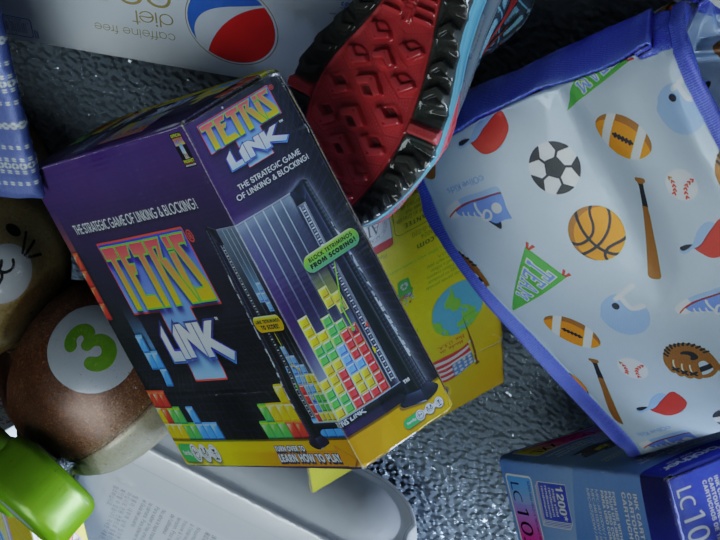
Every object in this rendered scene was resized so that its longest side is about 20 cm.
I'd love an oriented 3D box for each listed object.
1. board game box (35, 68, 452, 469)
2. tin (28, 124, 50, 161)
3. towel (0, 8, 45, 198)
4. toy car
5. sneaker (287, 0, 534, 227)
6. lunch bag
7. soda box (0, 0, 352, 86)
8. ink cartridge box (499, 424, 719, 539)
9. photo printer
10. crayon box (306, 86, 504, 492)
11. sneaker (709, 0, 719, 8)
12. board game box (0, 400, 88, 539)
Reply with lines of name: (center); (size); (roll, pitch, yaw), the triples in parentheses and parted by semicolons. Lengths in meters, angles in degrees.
board game box: (-0.059, 0.005, 1.171); (0.166, 0.057, 0.200); (61, 156, -9)
tin: (-0.229, -0.022, 1.428); (0.112, 0.042, 0.200); (23, 136, -3)
towel: (-0.223, -0.128, 1.199); (0.144, 0.024, 0.201); (8, 125, 26)
toy car: (-0.179, 0.006, 1.307); (0.200, 0.164, 0.158); (46, 167, -20)
sneaker: (0.041, -0.105, 1.145); (0.079, 0.095, 0.201); (35, 108, 28)
lunch bag: (0.140, -0.030, 1.190); (0.170, 0.124, 0.200); (-23, 127, 39)
soda box: (-0.077, -0.138, 1.224); (0.199, 0.068, 0.064); (11, 135, 15)
ink cartridge box: (0.159, 0.149, 1.287); (0.200, 0.076, 0.137); (-3, 104, 63)
photo printer: (-0.069, 0.152, 1.491); (0.199, 0.070, 0.167); (27, 138, 1)
crayon box: (0.000, 0.000, 1.277); (0.051, 0.127, 0.201); (42, 151, 43)
sneaker: (0.139, -0.167, 1.074); (0.200, 0.074, 0.116); (38, 151, 21)
board game box: (-0.199, 0.156, 1.502); (0.134, 0.034, 0.201); (19, 127, 52)
